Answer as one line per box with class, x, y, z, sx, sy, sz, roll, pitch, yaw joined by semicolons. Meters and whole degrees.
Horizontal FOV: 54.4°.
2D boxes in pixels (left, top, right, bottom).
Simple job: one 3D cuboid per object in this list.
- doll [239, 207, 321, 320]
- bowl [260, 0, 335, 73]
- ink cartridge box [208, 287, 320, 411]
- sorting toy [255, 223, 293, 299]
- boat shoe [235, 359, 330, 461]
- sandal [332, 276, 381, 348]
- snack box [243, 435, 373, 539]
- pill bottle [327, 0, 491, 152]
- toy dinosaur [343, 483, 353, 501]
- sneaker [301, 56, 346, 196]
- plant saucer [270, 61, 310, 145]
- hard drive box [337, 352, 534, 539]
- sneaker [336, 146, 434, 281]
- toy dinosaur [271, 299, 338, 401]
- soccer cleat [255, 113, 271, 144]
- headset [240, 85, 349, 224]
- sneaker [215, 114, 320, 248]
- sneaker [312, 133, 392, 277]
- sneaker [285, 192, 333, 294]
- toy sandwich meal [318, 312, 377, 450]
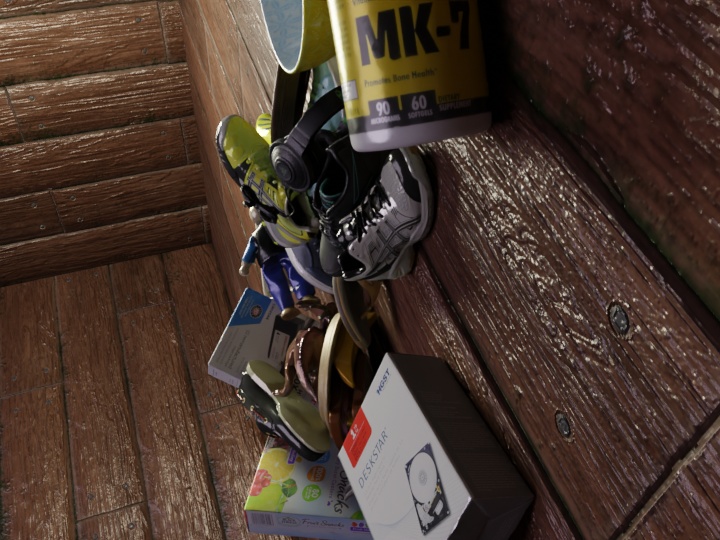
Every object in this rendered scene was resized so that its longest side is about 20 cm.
doll;-0.137;-0.023;1.130;0.048;0.136;0.201;18;-134;-65
bowl;-0.036;-0.306;0.700;0.200;0.107;0.202;168;90;-75
ink cartridge box;-0.131;0.141;1.154;0.084;0.199;0.146;124;171;-69
sorting toy;-0.102;-0.052;1.179;0.180;0.106;0.202;-8;89;61
boat shoe;-0.113;0.211;1.019;0.201;0.073;0.064;38;107;40
sandal;0.000;0.000;0.918;0.080;0.053;0.202;28;-124;-66
snack box;-0.048;0.303;0.985;0.143;0.198;0.053;-76;-15;-55
pill bottle;0.032;-0.199;0.532;0.114;0.113;0.202;-155;53;-71
toy dinosaur;0.072;0.245;0.893;0.201;0.104;0.182;-54;29;24
sneaker;-0.052;-0.187;0.900;0.074;0.081;0.202;-144;44;-66
plant saucer;-0.087;-0.261;0.936;0.200;0.029;0.202;-170;90;-88
hard drive box;0.065;0.208;0.715;0.157;0.076;0.200;-67;31;24
sneaker;0.020;-0.049;0.749;0.201;0.087;0.076;100;154;-52
toy dinosaur;-0.072;0.110;1.028;0.200;0.085;0.137;-75;1;-73
soccer cleat;-0.139;-0.237;1.249;0.084;0.064;0.201;-58;34;27
headset;-0.070;-0.140;0.834;0.094;0.123;0.201;41;118;11
sneaker;-0.116;-0.124;0.939;0.076;0.076;0.201;-7;124;46
sneaker;-0.027;-0.074;0.820;0.075;0.079;0.201;38;130;30
sneaker;-0.059;-0.071;1.030;0.203;0.077;0.146;51;137;8
toy sandwich meal;-0.006;0.150;0.996;0.205;0.070;0.207;4;-90;-77
